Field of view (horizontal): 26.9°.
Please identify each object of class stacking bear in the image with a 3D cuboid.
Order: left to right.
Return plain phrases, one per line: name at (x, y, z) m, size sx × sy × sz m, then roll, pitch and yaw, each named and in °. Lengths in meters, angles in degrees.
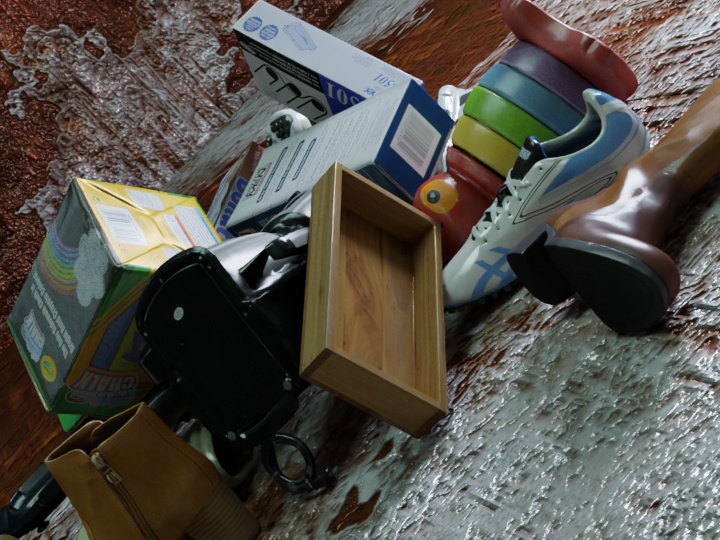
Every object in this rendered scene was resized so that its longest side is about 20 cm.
stacking bear at (0.115, -0.093, 1.171) m, size 0.121 × 0.114 × 0.200 m, roll 38°, pitch 94°, yaw 34°

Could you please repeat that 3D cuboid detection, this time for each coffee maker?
coffee maker at (-0.046, 0.046, 1.154) m, size 0.134 × 0.193 × 0.200 m, roll -14°, pitch 10°, yaw 37°

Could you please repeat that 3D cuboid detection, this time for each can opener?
can opener at (-0.165, 0.112, 1.212) m, size 0.200 × 0.079 × 0.063 m, roll -50°, pitch 4°, yaw 7°

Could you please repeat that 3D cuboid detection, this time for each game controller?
game controller at (-0.242, 0.160, 1.317) m, size 0.200 × 0.042 × 0.104 m, roll -48°, pitch 2°, yaw -35°

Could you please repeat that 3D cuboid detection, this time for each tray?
tray at (0.010, 0.017, 1.055) m, size 0.037 × 0.098 × 0.200 m, roll -47°, pitch 26°, yaw 32°

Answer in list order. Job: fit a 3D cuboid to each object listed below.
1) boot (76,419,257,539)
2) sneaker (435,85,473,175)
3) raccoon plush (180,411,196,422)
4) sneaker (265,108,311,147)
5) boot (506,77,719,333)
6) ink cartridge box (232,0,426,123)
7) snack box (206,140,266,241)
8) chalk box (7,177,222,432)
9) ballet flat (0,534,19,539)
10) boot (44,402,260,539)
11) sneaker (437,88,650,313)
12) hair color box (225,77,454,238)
boot at (-0.158, 0.168, 1.276) m, size 0.155 × 0.072 × 0.200 m, roll -40°, pitch 15°, yaw 11°
sneaker at (0.104, -0.102, 1.303) m, size 0.080 × 0.074 × 0.200 m, roll -5°, pitch 40°, yaw 11°
raccoon plush at (-0.110, 0.068, 1.387) m, size 0.134 × 0.097 × 0.200 m, roll -48°, pitch 13°, yaw -33°
sneaker at (-0.045, -0.115, 1.609) m, size 0.081 × 0.075 × 0.200 m, roll -33°, pitch -30°, yaw -8°
boot at (0.202, -0.049, 0.929) m, size 0.200 × 0.069 × 0.188 m, roll -39°, pitch 5°, yaw -8°
ink cartridge box at (-0.021, -0.166, 1.365) m, size 0.200 × 0.094 × 0.044 m, roll 31°, pitch 70°, yaw 31°
snack box at (-0.133, -0.031, 1.382) m, size 0.072 × 0.024 × 0.200 m, roll -48°, pitch 17°, yaw 44°
chalk box at (-0.205, 0.044, 1.258) m, size 0.200 × 0.124 × 0.125 m, roll -60°, pitch 44°, yaw 27°
ballet flat at (-0.268, 0.293, 1.178) m, size 0.063 × 0.069 × 0.201 m, roll -26°, pitch 46°, yaw 28°
boot at (-0.187, 0.192, 1.125) m, size 0.201 × 0.144 × 0.071 m, roll -40°, pitch 13°, yaw 20°
sneaker at (0.121, -0.050, 1.097) m, size 0.200 × 0.072 × 0.072 m, roll -44°, pitch 15°, yaw 7°
hair color box at (-0.019, -0.080, 1.282) m, size 0.200 × 0.061 × 0.100 m, roll -20°, pitch 37°, yaw 46°
